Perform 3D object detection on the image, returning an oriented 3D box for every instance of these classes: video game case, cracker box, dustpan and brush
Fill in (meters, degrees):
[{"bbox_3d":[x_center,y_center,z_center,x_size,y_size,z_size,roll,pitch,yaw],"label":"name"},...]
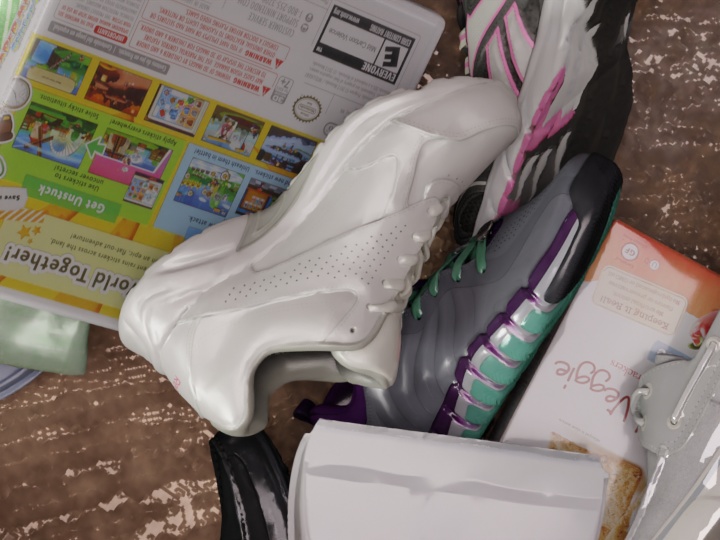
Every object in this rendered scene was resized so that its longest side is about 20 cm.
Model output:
[{"bbox_3d":[-0.074,-0.059,1.010,0.199,0.023,0.183,18,101,-41],"label":"video game case"},{"bbox_3d":[0.126,0.095,1.069,0.133,0.058,0.201,27,91,-1],"label":"cracker box"},{"bbox_3d":[0.028,0.171,1.024,0.138,0.057,0.202,8,89,-4],"label":"dustpan and brush"}]

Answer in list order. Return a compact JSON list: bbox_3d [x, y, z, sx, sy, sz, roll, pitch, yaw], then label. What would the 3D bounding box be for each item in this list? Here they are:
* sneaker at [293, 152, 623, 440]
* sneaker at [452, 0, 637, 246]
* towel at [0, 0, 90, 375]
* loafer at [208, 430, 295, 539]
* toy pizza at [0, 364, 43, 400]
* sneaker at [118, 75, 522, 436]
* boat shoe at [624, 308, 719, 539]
[{"bbox_3d":[0.038,0.019,1.028,0.087,0.074,0.201,33,119,6],"label":"sneaker"},{"bbox_3d":[0.078,-0.107,1.064,0.086,0.080,0.202,27,104,36],"label":"sneaker"},{"bbox_3d":[-0.184,-0.061,1.015,0.151,0.023,0.202,10,107,4],"label":"towel"},{"bbox_3d":[-0.048,0.170,1.061,0.070,0.068,0.202,-11,95,-8],"label":"loafer"},{"bbox_3d":[-0.209,-0.031,1.074,0.198,0.032,0.202,0,90,-1],"label":"toy pizza"},{"bbox_3d":[0.000,0.000,0.999,0.200,0.078,0.100,-38,71,-3],"label":"sneaker"},{"bbox_3d":[0.155,0.057,1.010,0.068,0.072,0.201,32,97,20],"label":"boat shoe"}]
